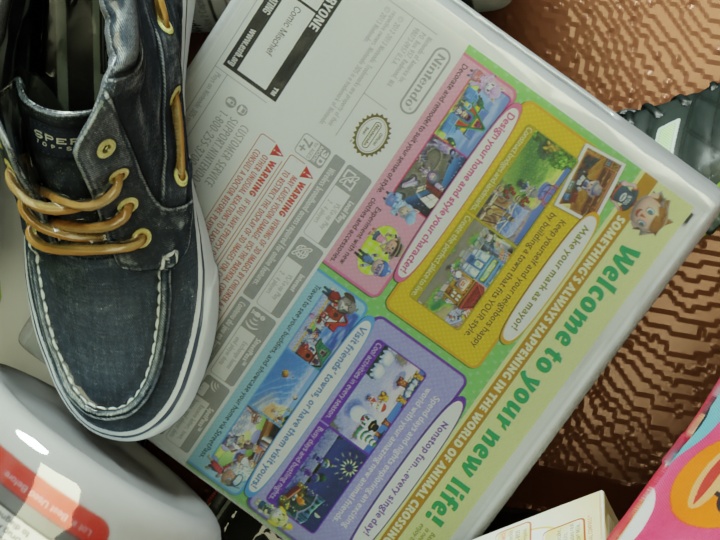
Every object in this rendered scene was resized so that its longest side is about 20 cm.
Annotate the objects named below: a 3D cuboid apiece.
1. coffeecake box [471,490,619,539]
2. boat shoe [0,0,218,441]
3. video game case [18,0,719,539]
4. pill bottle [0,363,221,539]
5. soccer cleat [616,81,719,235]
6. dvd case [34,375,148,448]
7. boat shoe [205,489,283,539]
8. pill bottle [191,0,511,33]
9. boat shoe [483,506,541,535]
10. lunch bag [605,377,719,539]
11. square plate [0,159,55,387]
[{"bbox_3d":[0.030,0.190,0.875,0.199,0.073,0.154,-23,115,16],"label":"coffeecake box"},{"bbox_3d":[-0.094,-0.031,0.818,0.070,0.091,0.202,2,104,13],"label":"boat shoe"},{"bbox_3d":[0.000,0.000,0.865,0.181,0.022,0.201,36,109,2],"label":"video game case"},{"bbox_3d":[-0.149,0.144,0.875,0.115,0.116,0.201,35,92,4],"label":"pill bottle"},{"bbox_3d":[0.102,-0.036,0.913,0.200,0.067,0.081,-40,75,7],"label":"soccer cleat"},{"bbox_3d":[-0.176,0.029,0.968,0.198,0.025,0.151,19,94,5],"label":"dvd case"},{"bbox_3d":[-0.059,0.148,0.941,0.073,0.063,0.202,30,97,2],"label":"boat shoe"},{"bbox_3d":[-0.044,-0.146,0.901,0.198,0.111,0.112,-3,92,7],"label":"pill bottle"},{"bbox_3d":[0.101,0.140,0.924,0.198,0.072,0.077,9,108,14],"label":"boat shoe"},{"bbox_3d":[0.164,0.122,0.814,0.200,0.082,0.177,-52,124,-27],"label":"lunch bag"},{"bbox_3d":[-0.167,-0.009,0.893,0.199,0.028,0.199,26,103,-27],"label":"square plate"}]
